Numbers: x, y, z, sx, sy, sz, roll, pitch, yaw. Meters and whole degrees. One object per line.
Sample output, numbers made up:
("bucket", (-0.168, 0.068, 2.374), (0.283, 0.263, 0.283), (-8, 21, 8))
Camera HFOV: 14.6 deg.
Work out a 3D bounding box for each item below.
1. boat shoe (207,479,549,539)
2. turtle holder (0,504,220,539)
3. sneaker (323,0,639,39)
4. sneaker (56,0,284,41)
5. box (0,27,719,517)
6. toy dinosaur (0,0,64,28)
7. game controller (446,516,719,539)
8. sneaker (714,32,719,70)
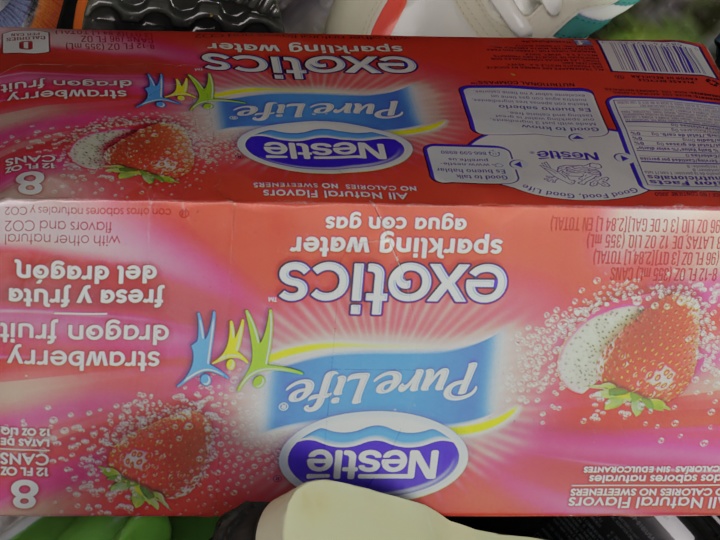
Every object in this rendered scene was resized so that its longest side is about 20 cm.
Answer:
("boat shoe", (0.025, 0.108, 0.729), (0.063, 0.201, 0.074), (-29, 52, 33))
("turtle holder", (-0.067, 0.132, 0.776), (0.185, 0.132, 0.141), (-43, 110, -31))
("sneaker", (0.066, -0.109, 0.791), (0.200, 0.093, 0.070), (-37, 89, 5))
("sneaker", (-0.061, -0.020, 0.824), (0.070, 0.090, 0.201), (5, 120, -11))
("box", (0.000, 0.000, 0.733), (0.199, 0.100, 0.096), (0, 120, -8))
("toy dinosaur", (-0.165, -0.040, 0.844), (0.181, 0.105, 0.200), (-14, 129, -7))
("game controller", (0.080, 0.072, 0.832), (0.104, 0.042, 0.200), (-42, 88, 20))
("sneaker", (0.182, -0.038, 0.763), (0.146, 0.077, 0.202), (-52, 50, 3))
